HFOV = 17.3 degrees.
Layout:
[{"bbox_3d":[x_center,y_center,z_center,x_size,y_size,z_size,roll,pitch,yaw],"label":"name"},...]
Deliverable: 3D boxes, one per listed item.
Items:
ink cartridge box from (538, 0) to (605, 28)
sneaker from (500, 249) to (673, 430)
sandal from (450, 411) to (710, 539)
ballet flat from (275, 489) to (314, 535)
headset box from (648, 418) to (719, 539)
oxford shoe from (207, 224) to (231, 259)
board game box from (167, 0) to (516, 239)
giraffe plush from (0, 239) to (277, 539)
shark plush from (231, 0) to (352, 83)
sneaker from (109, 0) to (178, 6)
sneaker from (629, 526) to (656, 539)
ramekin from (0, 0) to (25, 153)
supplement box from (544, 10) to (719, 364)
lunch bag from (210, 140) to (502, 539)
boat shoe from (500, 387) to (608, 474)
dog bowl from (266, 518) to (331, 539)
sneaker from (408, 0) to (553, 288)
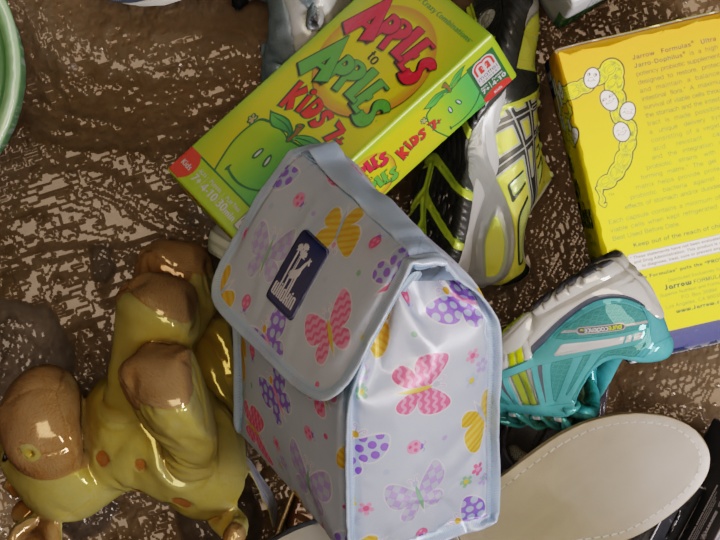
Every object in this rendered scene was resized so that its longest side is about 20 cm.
[{"bbox_3d":[0.190,-0.242,1.478,0.200,0.147,0.083,-32,89,0],"label":"ink cartridge box"},{"bbox_3d":[0.108,0.069,1.453,0.200,0.077,0.080,-40,83,37],"label":"sneaker"},{"bbox_3d":[0.108,0.145,1.456,0.211,0.070,0.078,-29,96,-4],"label":"sandal"},{"bbox_3d":[-0.023,0.172,1.530,0.069,0.063,0.200,19,91,4],"label":"ballet flat"},{"bbox_3d":[0.263,0.196,1.485,0.200,0.075,0.149,30,88,-20],"label":"headset box"},{"bbox_3d":[0.000,0.000,1.522,0.200,0.075,0.058,23,93,5],"label":"oxford shoe"},{"bbox_3d":[-0.012,-0.093,1.481,0.200,0.048,0.102,-43,50,-3],"label":"board game box"},{"bbox_3d":[-0.158,0.097,1.498,0.162,0.173,0.200,-11,116,12],"label":"giraffe plush"},{"bbox_3d":[-0.044,-0.178,1.541,0.083,0.091,0.200,15,109,24],"label":"shark plush"},{"bbox_3d":[-0.112,-0.221,1.479,0.200,0.085,0.077,-23,84,38],"label":"sneaker"},{"bbox_3d":[0.149,0.238,1.534,0.071,0.073,0.200,34,89,-28],"label":"sneaker"},{"bbox_3d":[-0.308,-0.126,1.512,0.200,0.098,0.200,0,91,1],"label":"ramekin"},{"bbox_3d":[0.192,-0.052,1.499,0.109,0.109,0.200,-13,90,1],"label":"supplement box"},{"bbox_3d":[-0.004,0.042,1.382,0.127,0.170,0.200,-14,124,-24],"label":"lunch bag"},{"bbox_3d":[0.112,0.124,1.525,0.072,0.065,0.200,20,92,-2],"label":"boat shoe"},{"bbox_3d":[-0.005,0.258,1.487,0.200,0.074,0.201,-6,106,-22],"label":"dog bowl"},{"bbox_3d":[0.085,-0.085,1.530,0.076,0.075,0.200,16,84,-34],"label":"sneaker"}]
